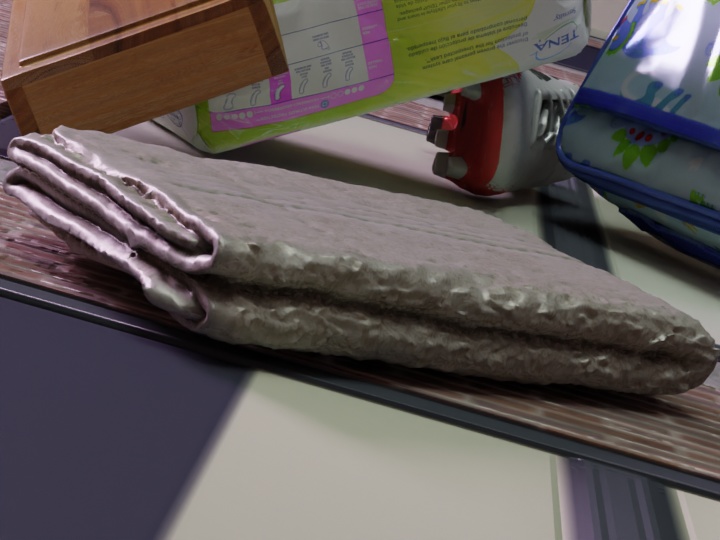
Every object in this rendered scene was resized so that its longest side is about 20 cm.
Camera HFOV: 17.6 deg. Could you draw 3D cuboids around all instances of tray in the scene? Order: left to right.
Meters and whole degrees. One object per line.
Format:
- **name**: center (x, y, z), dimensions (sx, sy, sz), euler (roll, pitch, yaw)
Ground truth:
- **tray**: center (-0.086, -0.108, 0.914), dimensions (0.098, 0.037, 0.200), euler (-19, 24, 2)

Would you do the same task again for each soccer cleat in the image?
- **soccer cleat**: center (0.079, -0.070, 1.119), dimensions (0.084, 0.069, 0.200), euler (10, 5, -2)

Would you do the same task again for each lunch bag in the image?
- **lunch bag**: center (0.188, -0.073, 1.020), dimensions (0.082, 0.161, 0.200), euler (35, -4, -37)

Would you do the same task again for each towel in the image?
- **towel**: center (0.000, 0.000, 0.703), dimensions (0.199, 0.035, 0.132), euler (10, 13, -35)

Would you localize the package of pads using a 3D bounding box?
- **package of pads**: center (-0.013, -0.118, 1.040), dimensions (0.199, 0.069, 0.154), euler (-17, 22, -21)
